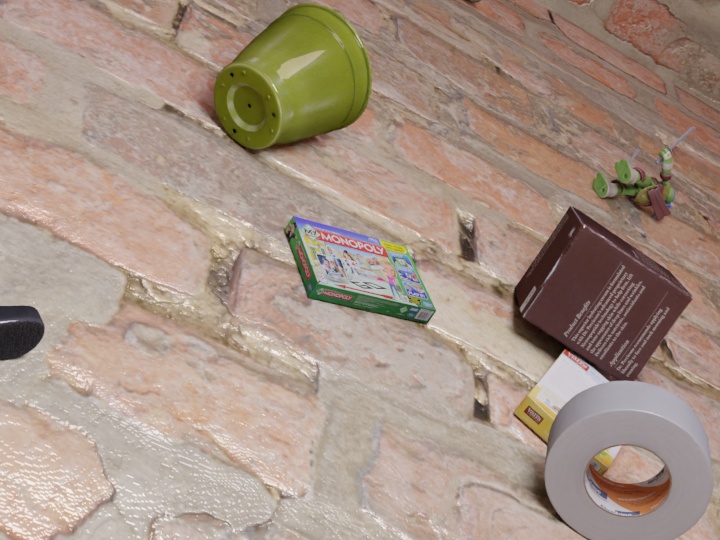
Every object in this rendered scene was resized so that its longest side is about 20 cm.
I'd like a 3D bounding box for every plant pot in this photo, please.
[{"bbox_3d":[-0.116,-0.275,1.638,0.200,0.201,0.192,41,42,11],"label":"plant pot"}]

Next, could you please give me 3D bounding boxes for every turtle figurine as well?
[{"bbox_3d":[0.580,-0.212,2.288,0.192,0.204,0.143,1,10,-39],"label":"turtle figurine"}]

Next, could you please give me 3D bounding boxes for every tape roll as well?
[{"bbox_3d":[0.324,0.236,1.325,0.199,0.201,0.066,33,30,-4],"label":"tape roll"}]

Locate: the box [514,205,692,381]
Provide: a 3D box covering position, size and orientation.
[{"bbox_3d":[0.362,0.035,1.651,0.198,0.167,0.164,33,14,-3],"label":"box"}]

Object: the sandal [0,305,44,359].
[{"bbox_3d":[-0.385,0.051,1.000,0.199,0.076,0.043,10,38,-54],"label":"sandal"}]

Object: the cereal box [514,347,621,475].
[{"bbox_3d":[0.307,0.197,1.527,0.144,0.040,0.199,41,30,11],"label":"cereal box"}]

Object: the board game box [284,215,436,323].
[{"bbox_3d":[0.000,0.000,1.503,0.198,0.029,0.136,14,37,-33],"label":"board game box"}]

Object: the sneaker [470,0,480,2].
[{"bbox_3d":[0.243,-0.764,2.784,0.200,0.080,0.075,46,31,15],"label":"sneaker"}]
